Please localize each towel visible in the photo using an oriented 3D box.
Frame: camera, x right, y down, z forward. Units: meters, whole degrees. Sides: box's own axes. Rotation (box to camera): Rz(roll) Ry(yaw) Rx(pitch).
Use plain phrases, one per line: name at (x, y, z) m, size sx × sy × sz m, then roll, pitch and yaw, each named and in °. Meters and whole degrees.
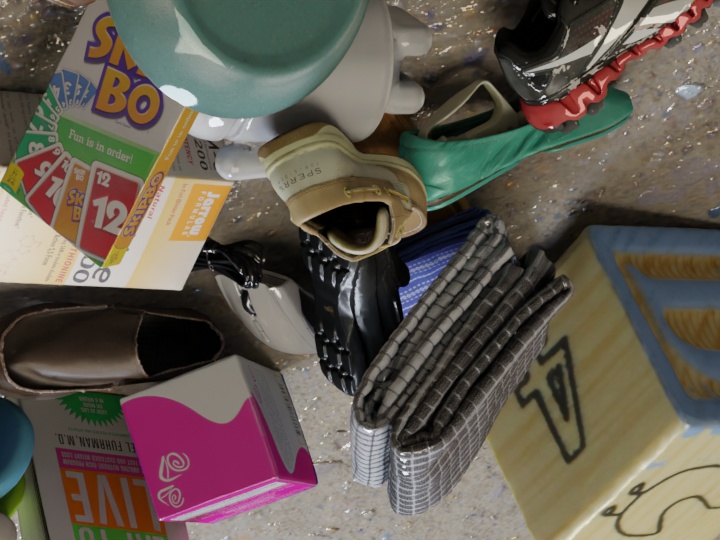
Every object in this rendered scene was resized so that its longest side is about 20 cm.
towel at (0.057, 0.016, 1.824) m, size 0.144 × 0.024 × 0.200 m, roll -23°, pitch 157°, yaw 7°
towel at (0.075, 0.077, 1.729) m, size 0.200 × 0.085 × 0.166 m, roll -52°, pitch 165°, yaw -16°

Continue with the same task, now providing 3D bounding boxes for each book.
book at (-0.204, 0.187, 1.830) m, size 0.133 × 0.201 × 0.048 m, roll 9°, pitch 137°, yaw -32°

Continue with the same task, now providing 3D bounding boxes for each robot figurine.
robot figurine at (-0.055, -0.141, 1.526) m, size 0.199 × 0.113 × 0.171 m, roll 0°, pitch 107°, yaw -22°

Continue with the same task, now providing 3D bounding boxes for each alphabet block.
alphabet block at (0.232, 0.099, 1.880) m, size 0.195 × 0.197 × 0.200 m, roll 2°, pitch 141°, yaw -36°

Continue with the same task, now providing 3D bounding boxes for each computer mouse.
computer mouse at (-0.074, 0.026, 1.767) m, size 0.109 × 0.044 × 0.200 m, roll 10°, pitch 163°, yaw 35°

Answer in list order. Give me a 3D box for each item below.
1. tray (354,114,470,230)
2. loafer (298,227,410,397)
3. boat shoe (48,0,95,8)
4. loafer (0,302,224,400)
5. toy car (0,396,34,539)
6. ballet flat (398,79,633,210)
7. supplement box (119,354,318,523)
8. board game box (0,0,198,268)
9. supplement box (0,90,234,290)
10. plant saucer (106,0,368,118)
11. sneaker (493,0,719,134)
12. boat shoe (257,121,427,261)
tray at (0.001, -0.074, 1.707) m, size 0.098 × 0.037 × 0.200 m, roll -25°, pitch 145°, yaw 12°
loafer at (0.000, 0.000, 1.703) m, size 0.070 × 0.068 × 0.201 m, roll -29°, pitch 131°, yaw -30°
boat shoe at (-0.237, -0.215, 1.394) m, size 0.067 × 0.072 × 0.200 m, roll -32°, pitch 137°, yaw 29°
loafer at (-0.191, 0.053, 1.755) m, size 0.199 × 0.073 × 0.071 m, roll -7°, pitch 176°, yaw -29°
toy car at (-0.333, 0.135, 1.730) m, size 0.199 × 0.176 × 0.150 m, roll 10°, pitch 135°, yaw -32°
ballet flat at (0.112, -0.110, 1.669) m, size 0.199 × 0.067 × 0.071 m, roll -25°, pitch 116°, yaw -21°
supplement box at (-0.108, 0.136, 1.821) m, size 0.103 × 0.102 × 0.200 m, roll -20°, pitch 171°, yaw 4°
board game box at (-0.151, -0.109, 1.474) m, size 0.201 × 0.095 × 0.030 m, roll -59°, pitch 162°, yaw 20°
supplement box at (-0.204, -0.054, 1.615) m, size 0.199 × 0.074 × 0.126 m, roll 2°, pitch 140°, yaw -25°
plant saucer at (-0.063, -0.192, 1.407) m, size 0.199 × 0.201 × 0.036 m, roll 15°, pitch 177°, yaw -37°
sneaker at (0.173, -0.187, 1.591) m, size 0.200 × 0.071 × 0.098 m, roll -40°, pitch 121°, yaw 11°
boat shoe at (-0.006, -0.041, 1.547) m, size 0.074 × 0.067 × 0.200 m, roll -25°, pitch 160°, yaw 21°
